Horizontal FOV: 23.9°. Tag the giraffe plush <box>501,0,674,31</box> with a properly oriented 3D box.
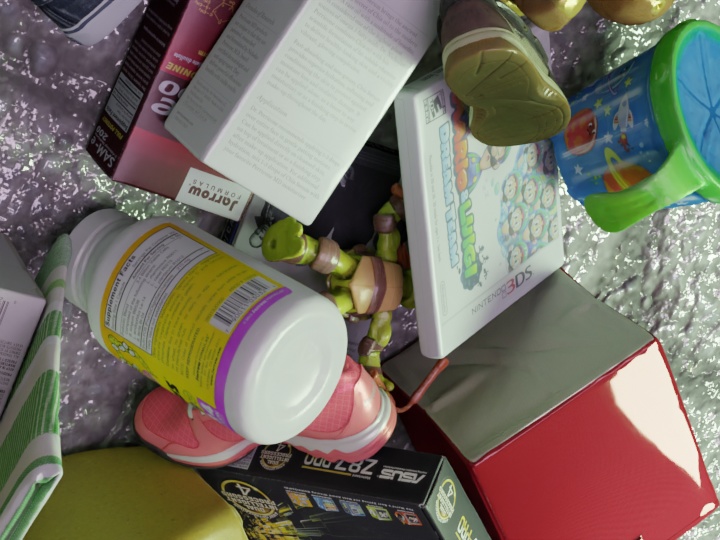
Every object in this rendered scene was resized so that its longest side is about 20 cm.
[{"bbox_3d":[0.177,-0.241,1.194,0.161,0.173,0.200,22,119,-44],"label":"giraffe plush"}]

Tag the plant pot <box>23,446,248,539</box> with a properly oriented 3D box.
[{"bbox_3d":[-0.175,0.241,1.224,0.199,0.195,0.196,-33,123,-19],"label":"plant pot"}]

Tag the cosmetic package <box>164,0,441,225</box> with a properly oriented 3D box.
[{"bbox_3d":[-0.027,-0.144,1.110,0.101,0.071,0.201,31,96,-37],"label":"cosmetic package"}]

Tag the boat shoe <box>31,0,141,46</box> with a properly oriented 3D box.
[{"bbox_3d":[-0.141,-0.237,1.070,0.200,0.071,0.091,-44,124,11],"label":"boat shoe"}]

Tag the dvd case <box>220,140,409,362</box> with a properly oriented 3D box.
[{"bbox_3d":[-0.037,-0.004,1.270,0.149,0.025,0.202,15,106,-31],"label":"dvd case"}]

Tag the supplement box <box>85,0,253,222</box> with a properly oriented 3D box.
[{"bbox_3d":[-0.094,-0.145,1.154,0.108,0.061,0.202,17,105,-33],"label":"supplement box"}]

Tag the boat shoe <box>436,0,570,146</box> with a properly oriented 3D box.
[{"bbox_3d":[0.095,-0.136,1.139,0.071,0.067,0.201,-13,165,14],"label":"boat shoe"}]

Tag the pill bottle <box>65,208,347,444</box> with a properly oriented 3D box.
[{"bbox_3d":[-0.111,0.029,1.135,0.104,0.199,0.105,-31,135,-37],"label":"pill bottle"}]

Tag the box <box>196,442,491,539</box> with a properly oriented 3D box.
[{"bbox_3d":[-0.005,0.184,1.263,0.049,0.198,0.162,-65,145,-30],"label":"box"}]

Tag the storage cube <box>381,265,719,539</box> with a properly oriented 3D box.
[{"bbox_3d":[0.145,0.131,1.334,0.199,0.171,0.181,-32,122,-10],"label":"storage cube"}]

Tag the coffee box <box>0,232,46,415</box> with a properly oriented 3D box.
[{"bbox_3d":[-0.290,0.077,1.129,0.079,0.113,0.202,16,106,-31],"label":"coffee box"}]

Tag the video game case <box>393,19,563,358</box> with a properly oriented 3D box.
[{"bbox_3d":[0.092,-0.063,1.250,0.182,0.024,0.202,-33,124,-46],"label":"video game case"}]

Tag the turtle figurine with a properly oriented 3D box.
[{"bbox_3d":[0.000,0.000,1.237,0.160,0.064,0.202,6,97,-44],"label":"turtle figurine"}]

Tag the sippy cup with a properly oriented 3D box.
[{"bbox_3d":[0.219,-0.102,1.276,0.177,0.130,0.141,-6,81,-47],"label":"sippy cup"}]

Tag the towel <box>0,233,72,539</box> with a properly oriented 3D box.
[{"bbox_3d":[-0.219,0.097,1.099,0.023,0.201,0.153,18,128,-21],"label":"towel"}]

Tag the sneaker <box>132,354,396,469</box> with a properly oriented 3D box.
[{"bbox_3d":[-0.076,0.085,1.206,0.198,0.074,0.087,-4,138,20],"label":"sneaker"}]
